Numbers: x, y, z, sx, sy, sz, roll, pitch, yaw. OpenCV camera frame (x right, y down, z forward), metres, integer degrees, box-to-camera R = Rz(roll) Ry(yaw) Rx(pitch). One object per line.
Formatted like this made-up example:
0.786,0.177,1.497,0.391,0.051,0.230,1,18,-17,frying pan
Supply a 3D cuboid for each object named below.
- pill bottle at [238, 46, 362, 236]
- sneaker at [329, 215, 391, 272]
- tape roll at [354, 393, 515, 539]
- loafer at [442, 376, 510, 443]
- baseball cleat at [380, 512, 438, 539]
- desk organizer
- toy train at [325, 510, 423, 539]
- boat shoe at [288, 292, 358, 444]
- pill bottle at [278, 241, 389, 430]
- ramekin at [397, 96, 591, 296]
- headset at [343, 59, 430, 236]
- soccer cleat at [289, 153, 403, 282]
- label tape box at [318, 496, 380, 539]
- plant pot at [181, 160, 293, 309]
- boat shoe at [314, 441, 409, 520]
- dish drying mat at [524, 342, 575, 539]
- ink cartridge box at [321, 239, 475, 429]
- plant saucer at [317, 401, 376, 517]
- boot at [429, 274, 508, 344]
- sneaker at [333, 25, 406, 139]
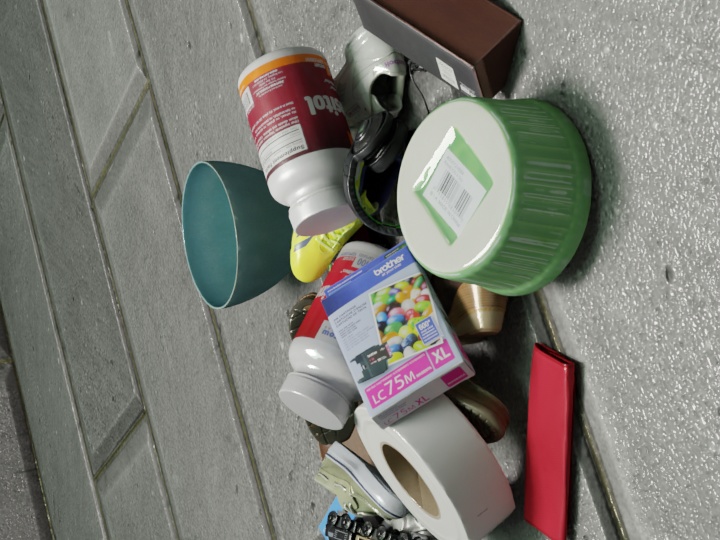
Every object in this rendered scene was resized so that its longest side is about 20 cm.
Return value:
-0.065,-0.148,1.707,0.113,0.112,0.202,-45,59,57,pill bottle
0.000,0.000,1.813,0.084,0.076,0.202,140,117,-63,sneaker
0.081,0.214,1.629,0.203,0.071,0.203,47,161,21,tape roll
0.105,0.129,1.637,0.199,0.067,0.076,27,152,52,loafer
0.084,0.349,1.753,0.199,0.069,0.108,33,109,43,baseball cleat
0.085,-0.264,1.571,0.200,0.077,0.072,39,166,33,desk organizer
0.024,0.330,1.763,0.199,0.034,0.046,7,80,49,toy train
-0.043,0.121,1.878,0.074,0.075,0.203,-80,-17,-70,boat shoe
-0.014,0.077,1.697,0.112,0.112,0.201,-21,38,62,pill bottle
0.126,-0.078,1.466,0.199,0.097,0.203,-7,80,50,ramekin
0.047,-0.142,1.651,0.094,0.122,0.203,-139,62,-71,headset
-0.018,-0.070,1.757,0.201,0.064,0.084,-57,37,4,soccer cleat
-0.003,0.392,1.891,0.201,0.063,0.145,53,143,21,label tape box
-0.150,-0.056,2.023,0.200,0.133,0.203,25,119,58,plant pot
0.003,0.272,1.803,0.062,0.072,0.200,-57,23,-3,boat shoe
0.199,0.182,1.539,0.077,0.018,0.203,28,123,58,dish drying mat
0.032,0.059,1.588,0.042,0.119,0.201,48,-166,-49,ink cartridge box
0.000,0.226,1.921,0.200,0.034,0.203,24,117,59,plant saucer
0.109,-0.006,1.634,0.200,0.071,0.169,161,112,-64,boot
0.000,-0.201,1.756,0.100,0.074,0.201,66,149,30,sneaker
